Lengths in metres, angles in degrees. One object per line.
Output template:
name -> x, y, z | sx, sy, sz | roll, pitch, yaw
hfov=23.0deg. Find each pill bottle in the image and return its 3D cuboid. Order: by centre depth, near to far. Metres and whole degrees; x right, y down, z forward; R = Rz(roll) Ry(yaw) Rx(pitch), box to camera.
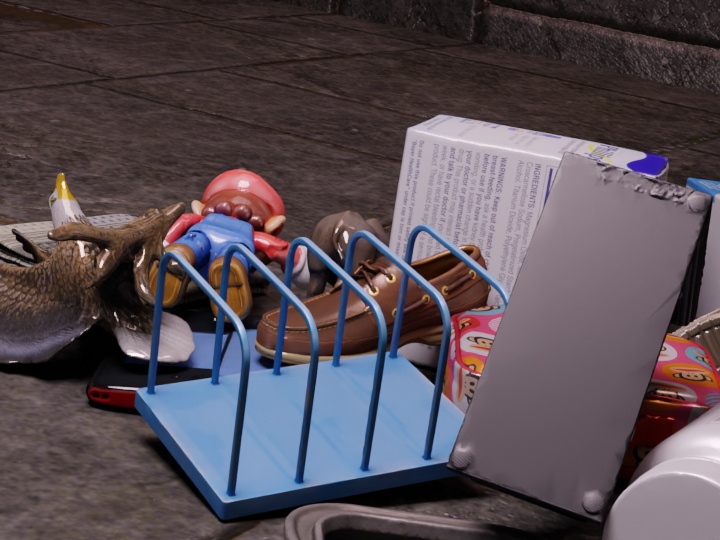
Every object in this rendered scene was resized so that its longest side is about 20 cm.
pill bottle -> 0.217, 0.137, 1.017 | 0.113, 0.115, 0.200 | 16, 16, 27

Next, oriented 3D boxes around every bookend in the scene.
bookend -> 0.135, 0.067, 1.068 | 0.091, 0.201, 0.199 | 18, -18, 14

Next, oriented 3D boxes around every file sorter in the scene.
file sorter -> -0.022, 0.053, 1.116 | 0.198, 0.124, 0.139 | -7, 28, -29

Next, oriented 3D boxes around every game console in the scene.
game console -> -0.096, 0.066, 1.284 | 0.175, 0.031, 0.200 | 9, 14, 0

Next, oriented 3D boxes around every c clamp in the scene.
c clamp -> 0.052, 0.167, 0.984 | 0.198, 0.027, 0.171 | 9, 15, 2

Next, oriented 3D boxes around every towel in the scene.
towel -> -0.205, -0.003, 1.504 | 0.191, 0.035, 0.199 | 22, 17, 34

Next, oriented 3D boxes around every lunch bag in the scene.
lunch bag -> 0.154, 0.088, 1.231 | 0.198, 0.083, 0.176 | 9, 15, -1

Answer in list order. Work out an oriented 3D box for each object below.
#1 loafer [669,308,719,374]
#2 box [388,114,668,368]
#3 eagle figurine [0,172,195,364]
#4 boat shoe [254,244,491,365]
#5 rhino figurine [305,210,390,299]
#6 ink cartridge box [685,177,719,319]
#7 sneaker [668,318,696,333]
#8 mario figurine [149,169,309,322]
loafer -> 0.315, 0.057, 1.394 | 0.198, 0.076, 0.068 | -21, -4, -6
box -> 0.127, -0.012, 1.398 | 0.198, 0.186, 0.105 | 12, 13, 14
eagle figurine -> -0.212, 0.007, 1.275 | 0.151, 0.152, 0.199 | 34, -43, -31
boat shoe -> 0.010, 0.022, 1.293 | 0.199, 0.068, 0.072 | -11, 24, -32
rhino figurine -> 0.000, 0.000, 1.440 | 0.059, 0.088, 0.200 | 9, -1, 14
ink cartridge box -> 0.380, 0.015, 1.510 | 0.198, 0.146, 0.147 | 6, 14, -10
sneaker -> 0.223, -0.017, 1.513 | 0.090, 0.076, 0.201 | 23, 35, -30
mario figurine -> -0.107, -0.002, 1.415 | 0.124, 0.106, 0.200 | 47, 20, -7
